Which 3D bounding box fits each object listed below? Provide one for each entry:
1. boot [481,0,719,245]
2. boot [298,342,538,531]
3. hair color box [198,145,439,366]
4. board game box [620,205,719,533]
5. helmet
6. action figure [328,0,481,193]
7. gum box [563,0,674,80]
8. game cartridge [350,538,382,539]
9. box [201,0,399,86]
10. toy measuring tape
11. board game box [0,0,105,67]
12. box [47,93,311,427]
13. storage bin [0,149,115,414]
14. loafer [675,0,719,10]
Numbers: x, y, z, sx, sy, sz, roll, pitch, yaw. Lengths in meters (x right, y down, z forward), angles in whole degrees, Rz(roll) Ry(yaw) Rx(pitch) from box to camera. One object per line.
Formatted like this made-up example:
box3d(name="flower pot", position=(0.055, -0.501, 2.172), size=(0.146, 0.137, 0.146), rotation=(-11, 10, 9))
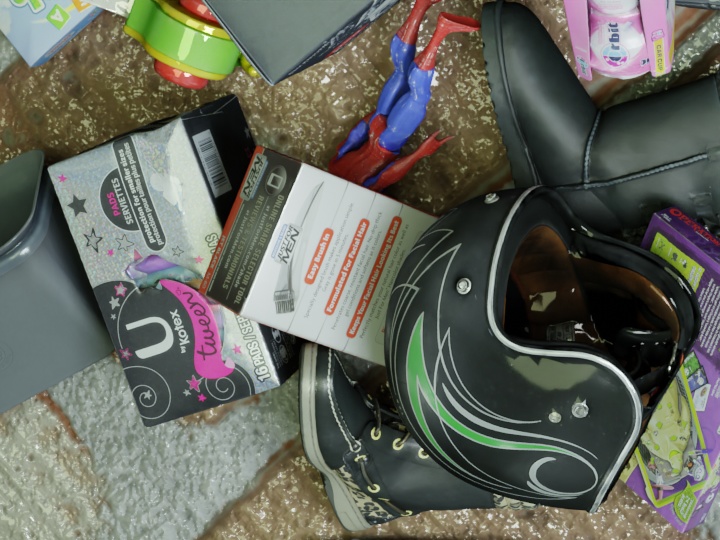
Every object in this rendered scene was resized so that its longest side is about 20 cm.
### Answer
box3d(name="boot", position=(0.179, -0.106, 1.447), size=(0.162, 0.073, 0.199), rotation=(-10, 106, 18))
box3d(name="boot", position=(0.042, 0.114, 1.492), size=(0.153, 0.074, 0.204), rotation=(-5, 142, 11))
box3d(name="hair color box", position=(0.000, 0.000, 1.447), size=(0.064, 0.200, 0.111), rotation=(25, 93, 52))
box3d(name="board game box", position=(0.218, 0.069, 1.441), size=(0.120, 0.032, 0.200), rotation=(45, 134, 33))
box3d(name="helmet", position=(0.108, 0.049, 1.380), size=(0.190, 0.200, 0.200), rotation=(29, 107, 10))
box3d(name="action figure", position=(0.025, -0.105, 1.489), size=(0.200, 0.052, 0.065), rotation=(-60, 44, 30))
box3d(name="gum box", position=(0.167, -0.230, 1.345), size=(0.066, 0.114, 0.200), rotation=(-1, 58, 13))
box3d(name="game cartridge", position=(0.051, 0.260, 1.538), size=(0.199, 0.038, 0.130), rotation=(0, 59, 13))
box3d(name="box", position=(0.003, -0.232, 1.405), size=(0.200, 0.182, 0.104), rotation=(-38, 91, 19))
box3d(name="toy measuring tape", position=(-0.153, -0.178, 1.488), size=(0.200, 0.074, 0.074), rotation=(20, 107, -13))
box3d(name="board game box", position=(-0.246, -0.274, 1.534), size=(0.151, 0.037, 0.200), rotation=(-39, 92, 18))
box3d(name="box", position=(-0.124, -0.008, 1.511), size=(0.114, 0.132, 0.200), rotation=(-19, 97, 18))
box3d(name="storage bin", position=(-0.278, 0.022, 1.566), size=(0.200, 0.146, 0.134), rotation=(-27, 122, 17))
box3d(name="loafer", position=(0.211, -0.210, 1.420), size=(0.199, 0.072, 0.063), rotation=(6, 99, 15))
